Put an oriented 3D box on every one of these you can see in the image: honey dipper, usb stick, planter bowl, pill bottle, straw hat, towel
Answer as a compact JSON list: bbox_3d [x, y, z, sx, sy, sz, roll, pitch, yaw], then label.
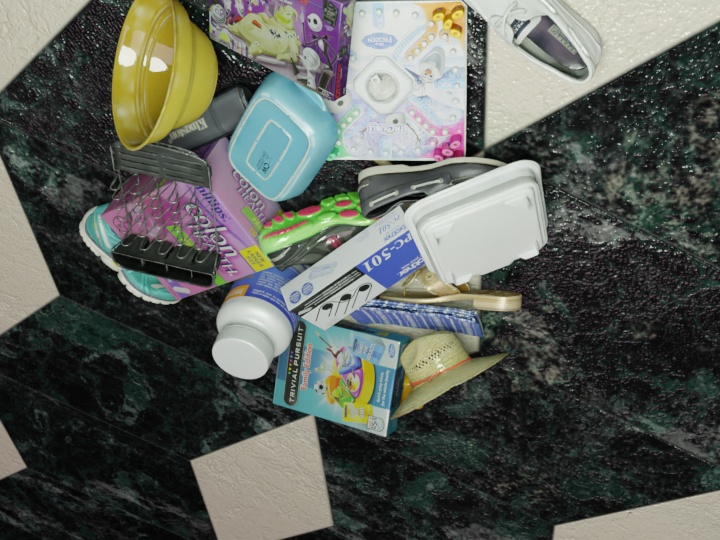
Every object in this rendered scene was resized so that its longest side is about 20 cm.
[{"bbox_3d":[0.049,-0.125,1.096,0.200,0.038,0.038,38,132,-15],"label":"honey dipper"},{"bbox_3d":[-0.220,-0.194,1.130,0.200,0.033,0.055,-16,113,31],"label":"usb stick"},{"bbox_3d":[-0.231,-0.242,1.028,0.083,0.201,0.200,5,146,-37],"label":"planter bowl"},{"bbox_3d":[-0.142,0.056,1.216,0.112,0.200,0.112,10,133,11],"label":"pill bottle"},{"bbox_3d":[0.110,0.133,1.229,0.201,0.201,0.085,-34,83,39],"label":"straw hat"},{"bbox_3d":[0.077,0.072,1.229,0.200,0.024,0.145,6,167,14],"label":"towel"}]

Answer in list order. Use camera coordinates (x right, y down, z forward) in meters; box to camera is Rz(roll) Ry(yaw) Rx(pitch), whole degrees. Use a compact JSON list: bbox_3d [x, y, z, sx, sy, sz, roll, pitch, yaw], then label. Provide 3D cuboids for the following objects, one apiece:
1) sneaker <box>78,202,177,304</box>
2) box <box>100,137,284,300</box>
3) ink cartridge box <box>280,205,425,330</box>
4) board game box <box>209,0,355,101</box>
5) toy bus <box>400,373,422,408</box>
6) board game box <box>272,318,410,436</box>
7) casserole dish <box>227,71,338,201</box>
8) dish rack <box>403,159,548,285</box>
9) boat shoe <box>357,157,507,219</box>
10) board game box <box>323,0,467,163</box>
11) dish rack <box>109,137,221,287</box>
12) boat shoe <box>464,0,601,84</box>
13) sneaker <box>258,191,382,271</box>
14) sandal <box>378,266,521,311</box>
[{"bbox_3d":[-0.348,-0.023,1.308,0.080,0.078,0.200,-33,115,28],"label":"sneaker"},{"bbox_3d":[-0.233,-0.071,1.205,0.200,0.097,0.176,-18,123,31],"label":"box"},{"bbox_3d":[0.000,0.000,1.128,0.200,0.044,0.094,-35,147,14],"label":"ink cartridge box"},{"bbox_3d":[-0.095,-0.286,0.954,0.200,0.032,0.120,31,133,24],"label":"board game box"},{"bbox_3d":[0.008,0.187,1.369,0.200,0.078,0.065,-7,127,25],"label":"toy bus"},{"bbox_3d":[-0.032,0.157,1.302,0.200,0.047,0.151,12,100,22],"label":"board game box"},{"bbox_3d":[-0.105,-0.158,1.044,0.121,0.039,0.200,43,143,0],"label":"casserole dish"},{"bbox_3d":[0.155,-0.047,1.044,0.172,0.044,0.200,-22,152,6],"label":"dish rack"},{"bbox_3d":[0.093,-0.096,1.038,0.200,0.063,0.073,-2,158,16],"label":"boat shoe"},{"bbox_3d":[0.026,-0.218,0.998,0.200,0.026,0.200,2,124,9],"label":"board game box"},{"bbox_3d":[-0.261,-0.078,1.104,0.153,0.055,0.200,12,133,8],"label":"dish rack"},{"bbox_3d":[0.178,-0.274,0.898,0.200,0.065,0.074,30,134,-9],"label":"boat shoe"},{"bbox_3d":[-0.037,-0.050,1.147,0.200,0.077,0.084,-12,132,2],"label":"sneaker"},{"bbox_3d":[0.126,0.012,1.187,0.212,0.078,0.070,4,99,28],"label":"sandal"}]
